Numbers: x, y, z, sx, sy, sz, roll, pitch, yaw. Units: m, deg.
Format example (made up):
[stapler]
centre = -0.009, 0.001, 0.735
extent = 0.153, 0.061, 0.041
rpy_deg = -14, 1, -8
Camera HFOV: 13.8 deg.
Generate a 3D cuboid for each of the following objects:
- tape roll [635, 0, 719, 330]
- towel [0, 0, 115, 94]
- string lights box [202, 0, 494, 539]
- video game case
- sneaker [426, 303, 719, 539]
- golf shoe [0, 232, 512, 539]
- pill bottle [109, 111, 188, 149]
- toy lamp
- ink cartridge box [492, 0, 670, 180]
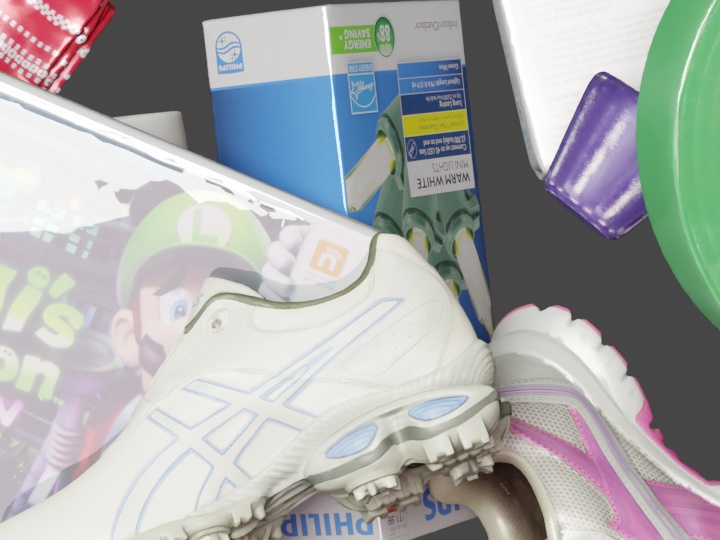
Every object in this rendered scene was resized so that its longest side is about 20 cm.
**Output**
[tape roll]
centre = 0.202, -0.050, 1.084
extent = 0.200, 0.048, 0.201
rpy_deg = -2, 99, -12
[towel]
centre = -0.208, -0.072, 1.175
extent = 0.145, 0.022, 0.200
rpy_deg = 37, 92, -1
[string lights box]
centre = 0.000, 0.000, 1.135
extent = 0.059, 0.103, 0.200
rpy_deg = -5, 94, 32
[video game case]
centre = -0.116, 0.032, 1.070
extent = 0.200, 0.023, 0.182
rpy_deg = 23, 93, 0
[sneaker]
centre = 0.099, 0.109, 1.101
extent = 0.200, 0.081, 0.088
rpy_deg = 43, 57, 15
[golf shoe]
centre = -0.052, 0.056, 1.035
extent = 0.200, 0.078, 0.097
rpy_deg = -21, 76, -4
[pill bottle]
centre = -0.095, 0.043, 1.137
extent = 0.112, 0.112, 0.200
rpy_deg = -8, 93, 0
[toy lamp]
centre = 0.143, -0.099, 1.118
extent = 0.058, 0.058, 0.200
rpy_deg = 39, 89, -2
[ink cartridge box]
centre = 0.124, -0.150, 1.167
extent = 0.160, 0.047, 0.200
rpy_deg = -13, 90, 0
